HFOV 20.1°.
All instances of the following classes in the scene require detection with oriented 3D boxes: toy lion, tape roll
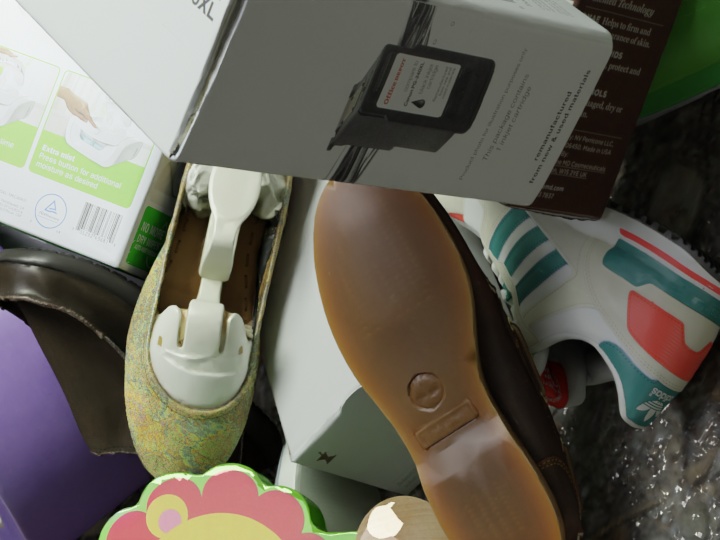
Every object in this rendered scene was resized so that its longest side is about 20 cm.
[{"bbox_3d":[-0.041,0.188,0.931,0.190,0.069,0.202,-8,72,13],"label":"toy lion"},{"bbox_3d":[-0.214,0.067,1.164,0.085,0.201,0.200,-39,34,-18],"label":"tape roll"}]

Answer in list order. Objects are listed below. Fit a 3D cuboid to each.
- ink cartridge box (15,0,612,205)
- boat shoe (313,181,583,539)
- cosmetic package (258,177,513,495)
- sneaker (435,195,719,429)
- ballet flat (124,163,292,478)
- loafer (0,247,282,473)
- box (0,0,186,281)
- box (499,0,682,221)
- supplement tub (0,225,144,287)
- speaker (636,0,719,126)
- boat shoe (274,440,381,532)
[{"bbox_3d":[-0.023,-0.103,0.795,0.145,0.199,0.084,44,117,38],"label":"ink cartridge box"},{"bbox_3d":[0.040,0.046,0.904,0.070,0.070,0.202,-23,87,21],"label":"boat shoe"},{"bbox_3d":[0.000,0.000,1.043,0.108,0.084,0.201,-45,44,28],"label":"cosmetic package"},{"bbox_3d":[0.086,0.008,0.947,0.199,0.070,0.094,28,89,49],"label":"sneaker"},{"bbox_3d":[-0.073,0.006,1.002,0.070,0.070,0.202,-2,72,49],"label":"ballet flat"},{"bbox_3d":[-0.120,0.063,1.057,0.073,0.200,0.072,-1,53,52],"label":"loafer"},{"bbox_3d":[-0.167,-0.109,1.078,0.198,0.097,0.178,20,87,16],"label":"box"},{"bbox_3d":[0.085,-0.133,0.881,0.100,0.075,0.202,31,106,43],"label":"box"},{"bbox_3d":[-0.131,-0.085,1.191,0.145,0.145,0.202,16,86,52],"label":"supplement tub"},{"bbox_3d":[0.162,-0.129,0.912,0.199,0.088,0.089,-23,56,42],"label":"speaker"},{"bbox_3d":[-0.031,0.174,1.008,0.071,0.070,0.203,-21,60,36],"label":"boat shoe"}]
